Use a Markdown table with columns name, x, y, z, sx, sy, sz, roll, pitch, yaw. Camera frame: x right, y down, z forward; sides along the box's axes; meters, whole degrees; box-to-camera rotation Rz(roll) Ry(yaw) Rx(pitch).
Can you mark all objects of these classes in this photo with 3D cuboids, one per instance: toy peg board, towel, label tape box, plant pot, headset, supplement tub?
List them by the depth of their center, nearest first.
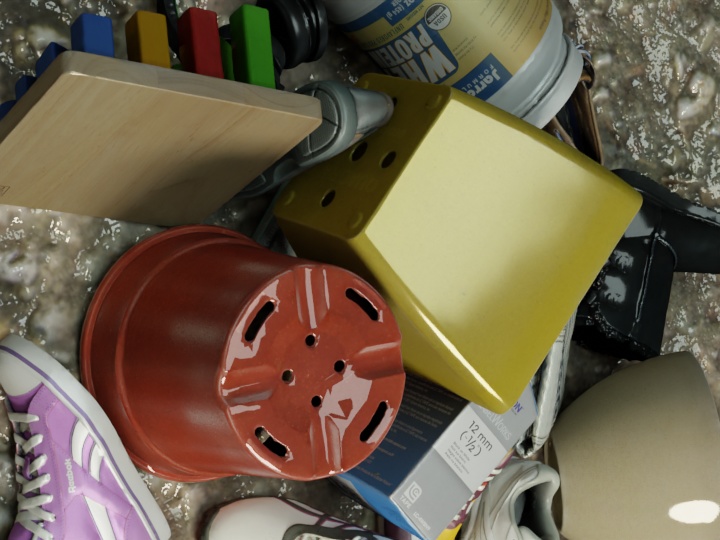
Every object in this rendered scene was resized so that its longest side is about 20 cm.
| name | x | y | z | sx | sy | sz | roll | pitch | yaw |
| --- | --- | --- | --- | --- | --- | --- | --- | --- | --- |
| toy peg board | -0.165 | -0.123 | 1.167 | 0.198 | 0.200 | 0.099 | 7 | 64 | -34 |
| plant pot | -0.077 | 0.067 | 1.187 | 0.199 | 0.195 | 0.203 | -1 | 92 | -31 |
| plant pot | 0.056 | -0.041 | 1.241 | 0.176 | 0.200 | 0.201 | 40 | 80 | -31 |
| headset | -0.078 | -0.172 | 1.298 | 0.200 | 0.094 | 0.123 | 45 | 59 | 1 |
| label tape box | 0.068 | 0.109 | 1.304 | 0.200 | 0.143 | 0.066 | -46 | 117 | -15 |
| supplement tub | 0.079 | -0.208 | 1.362 | 0.200 | 0.144 | 0.145 | 42 | 64 | -22 |
| towel | 0.172 | 0.042 | 1.384 | 0.192 | 0.034 | 0.202 | -27 | 125 | -74 |
| plant pot | 0.236 | 0.179 | 1.436 | 0.133 | 0.200 | 0.202 | -6 | 89 | -1 |

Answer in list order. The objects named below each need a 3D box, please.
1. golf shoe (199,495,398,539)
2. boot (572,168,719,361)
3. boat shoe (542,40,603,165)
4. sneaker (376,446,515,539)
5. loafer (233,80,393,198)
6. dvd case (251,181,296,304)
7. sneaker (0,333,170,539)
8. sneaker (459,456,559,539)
| name | x | y | z | sx | sy | sz | roll | pitch | yaw |
| --- | --- | --- | --- | --- | --- | --- | --- | --- | --- |
| golf shoe | -0.027 | 0.220 | 1.272 | 0.198 | 0.088 | 0.078 | 16 | 71 | -13 |
| boot | 0.283 | 0.012 | 1.535 | 0.197 | 0.073 | 0.164 | 24 | 70 | -24 |
| boat shoe | 0.178 | -0.178 | 1.476 | 0.072 | 0.072 | 0.202 | -27 | 101 | -34 |
| sneaker | 0.079 | 0.165 | 1.365 | 0.075 | 0.090 | 0.202 | 27 | 71 | -30 |
| loafer | -0.054 | -0.098 | 1.229 | 0.063 | 0.199 | 0.073 | -11 | 90 | -40 |
| dvd case | 0.000 | 0.000 | 1.366 | 0.200 | 0.022 | 0.147 | 40 | 65 | -24 |
| sneaker | -0.227 | 0.152 | 1.164 | 0.114 | 0.072 | 0.201 | -39 | 108 | -28 |
| sneaker | 0.122 | 0.252 | 1.383 | 0.077 | 0.099 | 0.202 | 17 | 76 | -33 |
